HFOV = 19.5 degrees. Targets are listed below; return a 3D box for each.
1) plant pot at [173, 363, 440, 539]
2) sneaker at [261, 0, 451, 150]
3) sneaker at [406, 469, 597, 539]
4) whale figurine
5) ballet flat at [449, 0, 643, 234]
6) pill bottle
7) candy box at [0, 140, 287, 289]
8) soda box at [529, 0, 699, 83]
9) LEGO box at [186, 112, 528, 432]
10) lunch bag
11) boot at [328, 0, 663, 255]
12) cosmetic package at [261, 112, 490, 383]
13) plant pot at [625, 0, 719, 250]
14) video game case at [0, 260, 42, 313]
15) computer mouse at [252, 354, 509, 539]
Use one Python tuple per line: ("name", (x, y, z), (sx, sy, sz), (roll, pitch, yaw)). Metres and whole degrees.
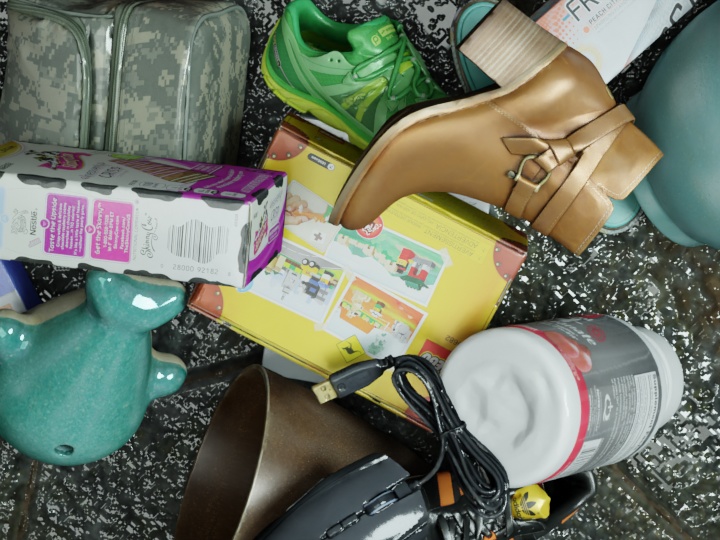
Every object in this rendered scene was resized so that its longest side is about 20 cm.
("plant pot", (-0.015, 0.189, 1.555), (0.200, 0.187, 0.187), (20, 104, -16))
("sneaker", (0.015, -0.134, 1.490), (0.200, 0.074, 0.084), (26, 127, 21))
("sneaker", (0.085, 0.169, 1.482), (0.090, 0.200, 0.070), (-17, 88, 44))
("whale figurine", (-0.200, 0.072, 1.534), (0.159, 0.104, 0.200), (19, 140, -25))
("ballet flat", (0.130, -0.110, 1.520), (0.072, 0.072, 0.200), (-37, 96, 12))
("pill bottle", (0.149, 0.088, 1.488), (0.111, 0.200, 0.111), (3, 95, 35))
("candy box", (-0.158, -0.040, 1.386), (0.200, 0.136, 0.061), (6, 102, 6))
("soda box", (0.182, -0.187, 1.465), (0.200, 0.064, 0.068), (-42, 96, -10))
("LEGO box", (0.000, 0.000, 1.500), (0.200, 0.077, 0.149), (28, 103, -2))
("lunch bag", (-0.182, -0.105, 1.520), (0.168, 0.139, 0.200), (9, 105, 14))
("boot", (0.090, -0.063, 1.407), (0.155, 0.077, 0.200), (43, 97, -5))
("cosmetic package", (0.015, -0.010, 1.563), (0.151, 0.052, 0.200), (9, 103, 1))
("plant pot", (0.267, -0.092, 1.463), (0.134, 0.200, 0.200), (-22, 101, 37))
("video game case", (-0.368, -0.016, 1.600), (0.181, 0.045, 0.200), (-25, 99, 9))
("computer mouse", (-0.013, 0.143, 1.413), (0.200, 0.046, 0.140), (-30, 76, 9))
